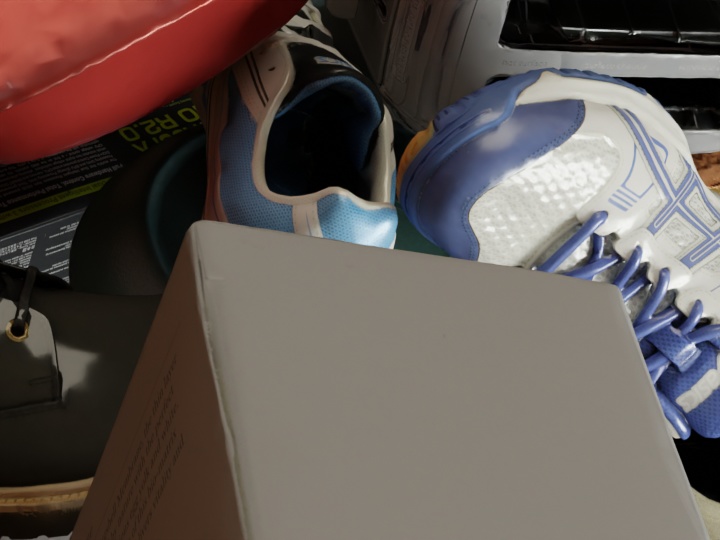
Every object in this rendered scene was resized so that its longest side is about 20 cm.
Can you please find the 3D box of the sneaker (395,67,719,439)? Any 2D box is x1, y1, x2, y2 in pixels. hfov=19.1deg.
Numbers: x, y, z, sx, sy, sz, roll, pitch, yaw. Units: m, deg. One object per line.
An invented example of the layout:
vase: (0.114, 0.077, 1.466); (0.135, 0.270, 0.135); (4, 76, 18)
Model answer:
sneaker: (0.095, 0.005, 0.674); (0.200, 0.075, 0.088); (23, 34, -43)

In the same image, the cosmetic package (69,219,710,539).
cosmetic package: (-0.003, 0.132, 0.509); (0.122, 0.200, 0.201); (7, 41, -21)

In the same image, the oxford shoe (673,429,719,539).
oxford shoe: (0.165, 0.091, 0.767); (0.199, 0.075, 0.071); (8, 38, -20)

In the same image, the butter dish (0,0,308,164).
butter dish: (-0.099, -0.110, 0.671); (0.199, 0.148, 0.200); (-32, 60, -20)

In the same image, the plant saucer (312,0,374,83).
plant saucer: (-0.006, -0.110, 0.833); (0.070, 0.019, 0.200); (-27, 56, -33)

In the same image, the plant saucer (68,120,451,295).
plant saucer: (0.000, 0.000, 0.739); (0.199, 0.028, 0.201); (10, 36, -7)

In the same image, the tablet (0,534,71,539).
tablet: (-0.044, 0.083, 0.716); (0.199, 0.014, 0.130); (-9, 47, -36)

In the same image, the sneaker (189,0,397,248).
sneaker: (-0.022, -0.058, 0.715); (0.072, 0.073, 0.201); (24, 34, -31)

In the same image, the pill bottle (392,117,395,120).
pill bottle: (0.040, -0.111, 0.915); (0.113, 0.114, 0.201); (4, 49, -24)

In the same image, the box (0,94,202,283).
box: (-0.155, -0.056, 0.800); (0.160, 0.044, 0.200); (44, 42, 22)

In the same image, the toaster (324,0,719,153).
toaster: (0.080, -0.115, 0.765); (0.199, 0.114, 0.130); (1, 47, -15)

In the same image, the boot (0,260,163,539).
boot: (-0.112, 0.003, 0.598); (0.199, 0.139, 0.078); (-19, 22, -1)
